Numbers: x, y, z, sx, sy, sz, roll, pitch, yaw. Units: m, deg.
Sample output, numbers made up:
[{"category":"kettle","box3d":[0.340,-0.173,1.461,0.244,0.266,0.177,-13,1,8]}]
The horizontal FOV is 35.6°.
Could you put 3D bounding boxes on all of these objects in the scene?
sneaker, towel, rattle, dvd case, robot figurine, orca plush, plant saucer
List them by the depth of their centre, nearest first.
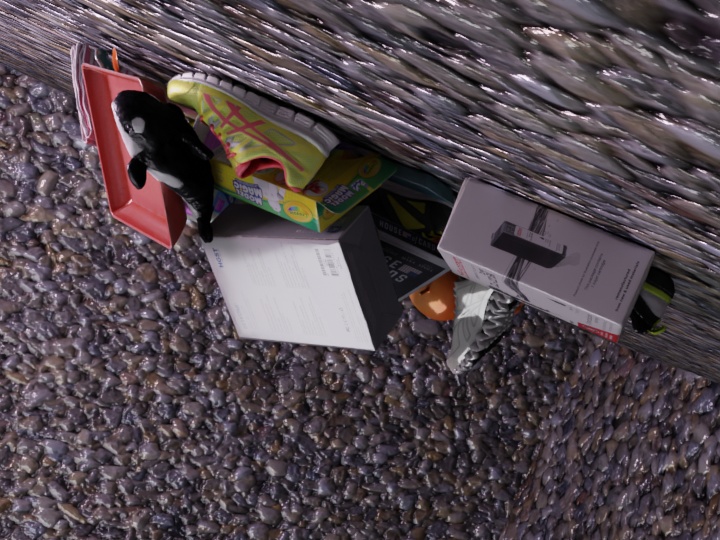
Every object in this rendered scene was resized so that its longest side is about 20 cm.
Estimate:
[{"category":"sneaker","box3d":[-0.128,-0.148,1.203,0.200,0.090,0.078,25,-178,13]},{"category":"orca plush","box3d":[-0.193,-0.114,1.225,0.071,0.105,0.200,7,129,35]},{"category":"sneaker","box3d":[0.251,0.014,1.251,0.200,0.083,0.072,24,179,31]},{"category":"plant saucer","box3d":[0.019,-0.123,1.322,0.200,0.019,0.070,23,179,34]},{"category":"plant saucer","box3d":[-0.265,-0.143,1.334,0.037,0.200,0.200,-19,-157,-29]},{"category":"sneaker","box3d":[0.145,0.047,1.369,0.081,0.200,0.075,38,-137,16]},{"category":"sneaker","box3d":[0.077,-0.060,1.379,0.200,0.085,0.074,23,-179,37]},{"category":"dvd case","box3d":[0.000,0.000,1.386,0.150,0.025,0.200,23,144,-28]},{"category":"rattle","box3d":[-0.279,-0.191,1.449,0.130,0.143,0.200,39,-168,24]},{"category":"robot figurine","box3d":[0.146,0.006,1.479,0.200,0.144,0.117,-6,158,-26]},{"category":"towel","box3d":[-0.309,-0.211,1.510,0.030,0.147,0.200,-22,158,25]}]

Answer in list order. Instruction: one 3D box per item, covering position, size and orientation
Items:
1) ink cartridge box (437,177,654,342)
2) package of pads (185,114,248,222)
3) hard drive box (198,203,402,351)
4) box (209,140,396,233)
[{"category":"ink cartridge box","box3d":[0.189,-0.009,1.152,0.200,0.084,0.144,24,175,14]},{"category":"package of pads","box3d":[-0.131,-0.114,1.417,0.200,0.155,0.068,24,172,-15]},{"category":"hard drive box","box3d":[-0.070,0.006,1.314,0.200,0.077,0.156,3,126,31]},{"category":"box","box3d":[-0.067,-0.110,1.274,0.200,0.117,0.048,22,135,33]}]
